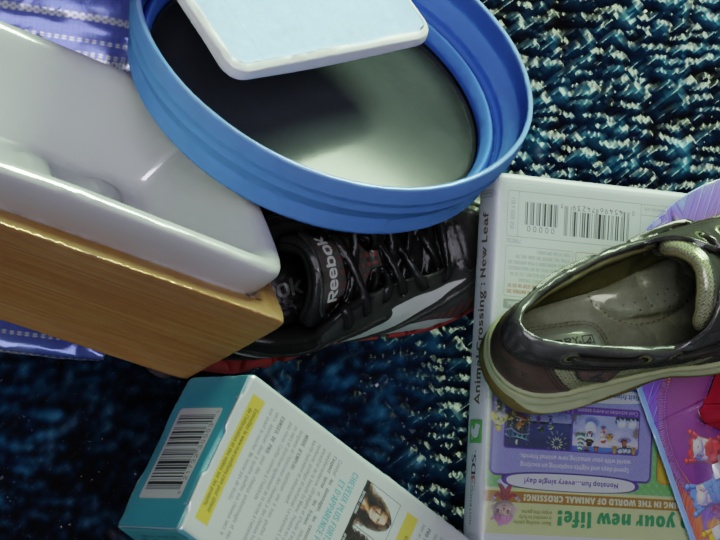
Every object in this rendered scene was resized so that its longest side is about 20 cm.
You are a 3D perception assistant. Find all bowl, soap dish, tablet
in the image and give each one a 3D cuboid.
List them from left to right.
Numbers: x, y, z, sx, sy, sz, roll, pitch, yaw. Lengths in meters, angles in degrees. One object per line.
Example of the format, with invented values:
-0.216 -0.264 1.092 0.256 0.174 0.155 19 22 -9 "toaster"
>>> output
-0.144 -0.037 1.273 0.200 0.157 0.081 20 117 -30 "soap dish"
-0.064 -0.175 1.339 0.130 0.014 0.200 -15 63 -41 "tablet"
-0.017 -0.096 1.338 0.201 0.039 0.201 15 41 -14 "bowl"

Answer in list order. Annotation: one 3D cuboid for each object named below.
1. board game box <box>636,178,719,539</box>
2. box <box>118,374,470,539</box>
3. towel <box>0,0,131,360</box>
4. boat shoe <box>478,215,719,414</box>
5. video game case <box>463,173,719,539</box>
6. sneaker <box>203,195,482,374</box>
0.215 0.049 1.387 0.158 0.039 0.200 -23 98 -25 "board game box"
-0.013 0.133 1.295 0.200 0.049 0.082 40 63 -31 "box"
-0.181 -0.061 1.377 0.145 0.024 0.200 8 85 -7 "towel"
0.154 0.013 1.326 0.201 0.066 0.072 -18 75 -15 "boat shoe"
0.146 0.051 1.389 0.200 0.022 0.182 5 85 -26 "video game case"
0.000 0.000 1.362 0.200 0.098 0.071 -14 86 -10 "sneaker"
